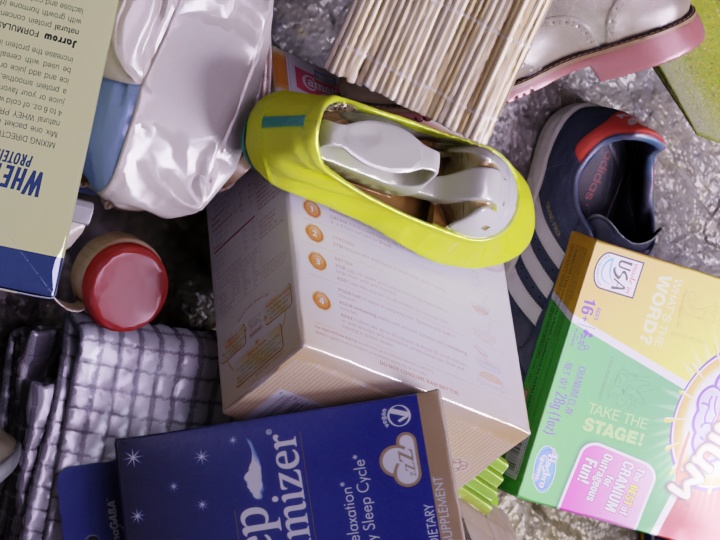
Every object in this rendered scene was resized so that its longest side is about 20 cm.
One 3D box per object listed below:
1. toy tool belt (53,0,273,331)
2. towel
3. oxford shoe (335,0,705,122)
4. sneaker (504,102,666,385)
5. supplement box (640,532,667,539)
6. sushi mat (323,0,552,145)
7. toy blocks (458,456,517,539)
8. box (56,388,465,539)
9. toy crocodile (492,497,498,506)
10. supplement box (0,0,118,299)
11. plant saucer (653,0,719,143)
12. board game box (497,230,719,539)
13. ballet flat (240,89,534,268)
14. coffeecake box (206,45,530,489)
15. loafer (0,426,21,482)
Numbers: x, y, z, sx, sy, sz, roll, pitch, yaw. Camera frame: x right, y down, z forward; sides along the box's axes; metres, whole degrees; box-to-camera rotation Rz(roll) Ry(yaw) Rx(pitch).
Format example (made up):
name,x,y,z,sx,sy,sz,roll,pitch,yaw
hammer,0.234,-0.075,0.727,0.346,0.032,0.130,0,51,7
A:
name,x,y,z,sx,sy,sz,roll,pitch,yaw
toy tool belt,-0.118,-0.077,1.535,0.125,0.123,0.200,14,97,-30
towel,-0.118,0.123,1.576,0.165,0.086,0.200,7,94,-32
oxford shoe,0.077,-0.130,1.565,0.200,0.070,0.075,-16,110,-3
sneaker,0.129,0.003,1.716,0.075,0.084,0.200,8,92,-33
supplement box,0.251,0.245,1.813,0.109,0.109,0.200,-12,102,-31
sushi mat,0.063,-0.174,1.521,0.096,0.012,0.200,24,96,-1
toy blocks,0.026,0.207,1.600,0.100,0.137,0.200,36,106,-25
box,-0.049,0.133,1.468,0.200,0.032,0.121,-10,66,0
toy crocodile,0.025,0.126,1.683,0.200,0.062,0.068,53,28,-26
supplement box,-0.240,-0.106,1.432,0.200,0.134,0.200,12,90,-33
plant saucer,0.165,-0.165,1.674,0.048,0.200,0.200,-30,114,5
board game box,0.192,0.078,1.682,0.200,0.040,0.153,16,92,-18
ballet flat,0.031,-0.047,1.524,0.200,0.067,0.067,19,71,-36
coffeecake box,0.000,0.000,1.575,0.153,0.073,0.200,22,44,-33
loafer,-0.266,0.090,1.471,0.200,0.075,0.070,-8,96,-23
